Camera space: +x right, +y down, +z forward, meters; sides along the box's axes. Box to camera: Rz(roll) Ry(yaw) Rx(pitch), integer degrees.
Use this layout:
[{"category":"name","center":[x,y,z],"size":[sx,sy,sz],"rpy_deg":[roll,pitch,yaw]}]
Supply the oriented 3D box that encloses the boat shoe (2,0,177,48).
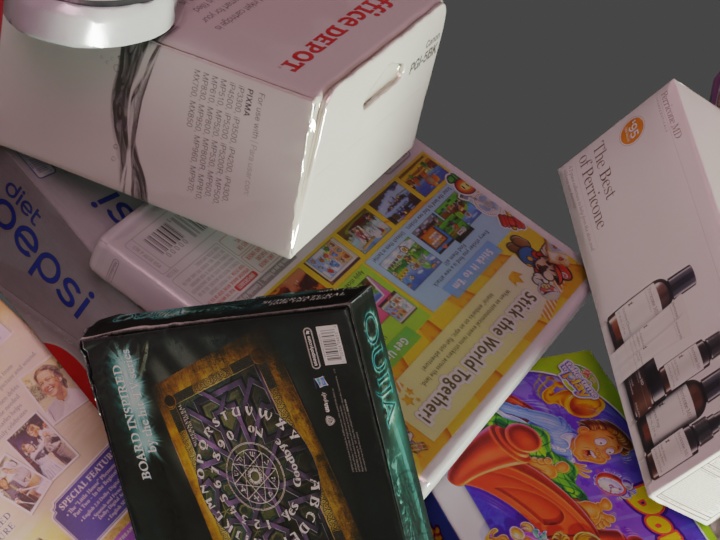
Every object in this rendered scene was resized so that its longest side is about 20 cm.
[{"category":"boat shoe","center":[-0.092,-0.156,0.848],"size":[0.073,0.068,0.199],"rpy_deg":[19,31,14]}]

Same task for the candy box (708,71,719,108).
[{"category":"candy box","center":[0.273,-0.024,1.024],"size":[0.199,0.061,0.137],"rpy_deg":[16,70,-6]}]

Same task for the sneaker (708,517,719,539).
[{"category":"sneaker","center":[0.211,0.160,0.958],"size":[0.099,0.070,0.201],"rpy_deg":[-3,59,-37]}]

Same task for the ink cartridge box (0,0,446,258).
[{"category":"ink cartridge box","center":[-0.081,-0.098,0.906],"size":[0.199,0.083,0.147],"rpy_deg":[22,32,17]}]

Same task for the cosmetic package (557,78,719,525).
[{"category":"cosmetic package","center":[0.156,0.011,0.937],"size":[0.050,0.082,0.201],"rpy_deg":[28,37,-38]}]

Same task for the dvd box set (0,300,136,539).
[{"category":"dvd box set","center":[-0.165,0.115,0.915],"size":[0.200,0.029,0.146],"rpy_deg":[41,70,3]}]

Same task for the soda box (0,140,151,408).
[{"category":"soda box","center":[-0.099,0.024,0.919],"size":[0.200,0.068,0.063],"rpy_deg":[49,40,10]}]

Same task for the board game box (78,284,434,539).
[{"category":"board game box","center":[-0.036,0.111,0.850],"size":[0.134,0.028,0.201],"rpy_deg":[-6,105,26]}]

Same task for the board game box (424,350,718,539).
[{"category":"board game box","center":[0.095,0.133,0.893],"size":[0.134,0.045,0.201],"rpy_deg":[-7,51,-34]}]

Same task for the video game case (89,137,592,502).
[{"category":"video game case","center":[0.000,0.000,0.927],"size":[0.182,0.023,0.200],"rpy_deg":[36,40,9]}]
